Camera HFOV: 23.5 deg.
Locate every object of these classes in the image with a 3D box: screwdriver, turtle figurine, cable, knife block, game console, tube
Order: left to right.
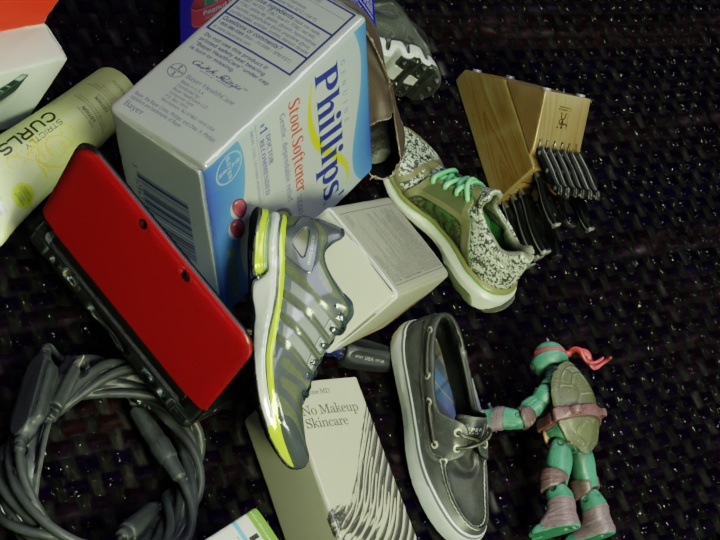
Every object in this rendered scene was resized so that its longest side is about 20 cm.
[{"bbox_3d":[-0.257,-0.099,1.411,0.058,0.052,0.200,23,43,21],"label":"tube"},{"bbox_3d":[-0.191,0.153,1.282,0.162,0.051,0.201,30,41,-24],"label":"cable"},{"bbox_3d":[-0.148,0.005,1.326,0.200,0.119,0.172,50,19,7],"label":"game console"},{"bbox_3d":[-0.050,0.064,1.462,0.199,0.029,0.028,9,39,-34],"label":"screwdriver"},{"bbox_3d":[0.161,-0.101,1.740,0.064,0.177,0.199,7,11,-35],"label":"knife block"},{"bbox_3d":[0.169,0.139,1.537,0.149,0.101,0.202,7,61,-34],"label":"turtle figurine"}]

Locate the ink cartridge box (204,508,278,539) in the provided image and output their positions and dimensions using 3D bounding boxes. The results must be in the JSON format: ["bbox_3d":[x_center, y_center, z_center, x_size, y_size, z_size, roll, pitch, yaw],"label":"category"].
[{"bbox_3d":[-0.115,0.283,1.217,0.199,0.076,0.148,-27,78,-47],"label":"ink cartridge box"}]

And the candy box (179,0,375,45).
[{"bbox_3d":[-0.078,-0.268,1.582,0.077,0.168,0.201,49,29,-48],"label":"candy box"}]

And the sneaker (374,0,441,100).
[{"bbox_3d":[-0.008,-0.243,1.701,0.199,0.066,0.091,23,45,-28],"label":"sneaker"}]

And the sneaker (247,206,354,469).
[{"bbox_3d":[-0.044,0.051,1.322,0.080,0.074,0.202,-1,88,-5],"label":"sneaker"}]

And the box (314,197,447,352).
[{"bbox_3d":[0.000,0.000,1.453,0.095,0.078,0.200,52,15,7],"label":"box"}]

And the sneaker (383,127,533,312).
[{"bbox_3d":[0.098,-0.065,1.621,0.077,0.089,0.201,-28,78,-46],"label":"sneaker"}]

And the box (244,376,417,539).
[{"bbox_3d":[-0.016,0.189,1.370,0.082,0.068,0.201,-4,63,-40],"label":"box"}]

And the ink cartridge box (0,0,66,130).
[{"bbox_3d":[-0.310,-0.158,1.319,0.199,0.174,0.044,-21,73,-44],"label":"ink cartridge box"}]

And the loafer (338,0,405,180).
[{"bbox_3d":[0.001,-0.155,1.504,0.200,0.073,0.071,58,8,-48],"label":"loafer"}]

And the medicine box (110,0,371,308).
[{"bbox_3d":[-0.089,-0.105,1.393,0.103,0.183,0.200,32,60,24],"label":"medicine box"}]

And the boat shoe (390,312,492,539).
[{"bbox_3d":[0.081,0.131,1.476,0.069,0.066,0.202,6,65,-40],"label":"boat shoe"}]
